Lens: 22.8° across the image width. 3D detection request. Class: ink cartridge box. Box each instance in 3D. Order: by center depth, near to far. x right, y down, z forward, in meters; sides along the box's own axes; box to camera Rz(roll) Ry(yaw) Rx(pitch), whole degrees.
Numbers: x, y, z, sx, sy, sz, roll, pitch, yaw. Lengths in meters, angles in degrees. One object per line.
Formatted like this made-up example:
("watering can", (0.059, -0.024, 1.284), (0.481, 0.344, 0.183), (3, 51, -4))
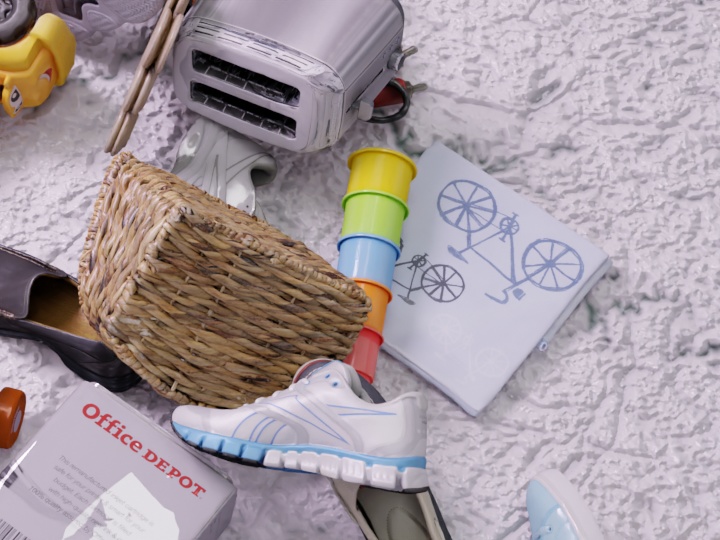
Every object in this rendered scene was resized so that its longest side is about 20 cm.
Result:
("ink cartridge box", (-0.207, 0.204, 1.308), (0.146, 0.086, 0.200), (34, 60, 12))

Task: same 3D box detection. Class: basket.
("basket", (-0.120, 0.023, 1.380), (0.200, 0.149, 0.143), (26, 96, -33))

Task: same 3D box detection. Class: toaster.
("toaster", (-0.070, -0.186, 1.480), (0.200, 0.114, 0.129), (23, 50, 9))

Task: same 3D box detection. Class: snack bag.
("snack bag", (0.083, 0.008, 1.494), (0.188, 0.021, 0.200), (34, 65, 13))

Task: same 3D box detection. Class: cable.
("cable", (-0.036, -0.152, 1.572), (0.200, 0.050, 0.097), (-21, 78, -4))

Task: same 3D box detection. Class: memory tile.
("memory tile", (-0.159, -0.196, 1.454), (0.017, 0.153, 0.200), (23, 43, -9))

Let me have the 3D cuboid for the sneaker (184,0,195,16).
("sneaker", (-0.097, -0.252, 1.597), (0.200, 0.078, 0.112), (12, 63, 12))

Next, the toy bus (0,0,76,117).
("toy bus", (-0.359, -0.156, 1.480), (0.200, 0.136, 0.192), (20, 73, 2))

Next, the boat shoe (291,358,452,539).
("boat shoe", (0.011, 0.156, 1.334), (0.071, 0.063, 0.200), (-27, 92, -1))

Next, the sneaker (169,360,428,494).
("sneaker", (-0.040, 0.106, 1.292), (0.200, 0.075, 0.087), (7, 82, 17))

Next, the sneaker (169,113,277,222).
("sneaker", (-0.129, -0.041, 1.466), (0.099, 0.078, 0.200), (26, 62, 4))

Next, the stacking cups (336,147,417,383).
("stacking cups", (0.000, 0.000, 1.453), (0.060, 0.061, 0.200), (12, 65, 0))

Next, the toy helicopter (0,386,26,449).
("toy helicopter", (-0.312, 0.140, 1.305), (0.079, 0.132, 0.200), (15, 60, 1))

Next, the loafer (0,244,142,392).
("loafer", (-0.253, 0.020, 1.416), (0.200, 0.072, 0.073), (26, 62, 8))

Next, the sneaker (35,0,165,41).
("sneaker", (-0.219, -0.262, 1.539), (0.200, 0.076, 0.114), (-1, 48, 42))

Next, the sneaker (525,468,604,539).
("sneaker", (0.145, 0.244, 1.336), (0.082, 0.074, 0.200), (-8, 61, -15))
